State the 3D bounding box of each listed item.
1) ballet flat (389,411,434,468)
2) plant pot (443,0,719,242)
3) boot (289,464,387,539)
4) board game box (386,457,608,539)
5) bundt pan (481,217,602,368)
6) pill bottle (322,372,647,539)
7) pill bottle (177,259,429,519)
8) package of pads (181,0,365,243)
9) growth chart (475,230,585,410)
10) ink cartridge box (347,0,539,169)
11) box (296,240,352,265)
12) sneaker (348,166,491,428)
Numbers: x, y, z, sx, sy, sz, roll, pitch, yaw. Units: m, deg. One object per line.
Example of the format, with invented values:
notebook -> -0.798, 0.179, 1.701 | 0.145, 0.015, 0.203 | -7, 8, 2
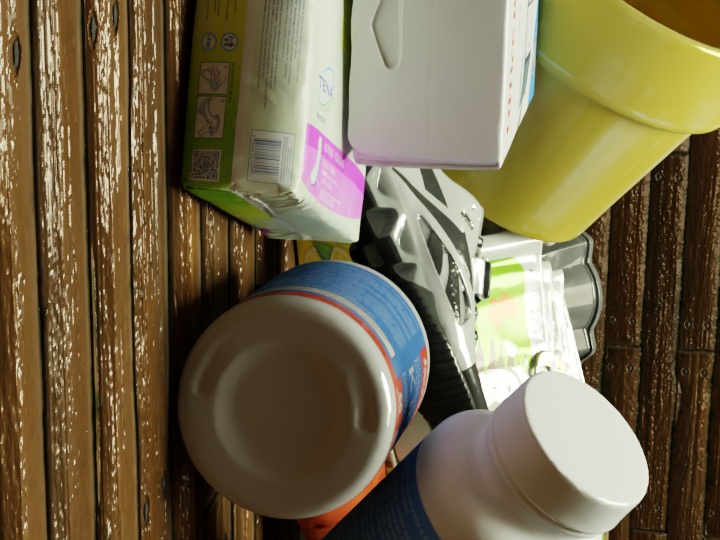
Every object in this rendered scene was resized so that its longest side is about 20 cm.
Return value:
ballet flat -> 0.052, 0.153, 1.207 | 0.201, 0.067, 0.062 | 67, 13, 20
plant pot -> 0.142, -0.129, 1.291 | 0.190, 0.200, 0.201 | -58, -173, 30
boot -> 0.001, 0.160, 1.225 | 0.108, 0.075, 0.201 | 56, -11, 31
board game box -> 0.096, 0.249, 1.585 | 0.200, 0.198, 0.202 | -11, 105, -80
bundt pan -> 0.068, 0.018, 1.403 | 0.076, 0.201, 0.204 | -15, 111, -52
pill bottle -> 0.055, 0.145, 1.043 | 0.200, 0.112, 0.113 | -48, -166, 33
pill bottle -> -0.022, 0.054, 1.054 | 0.200, 0.111, 0.113 | -42, 135, -77
package of pads -> -0.036, -0.103, 1.038 | 0.200, 0.068, 0.156 | 33, 61, -80
growth chart -> 0.101, 0.069, 1.304 | 0.144, 0.018, 0.202 | -22, 99, -35
ink cartridge box -> 0.051, -0.148, 1.092 | 0.200, 0.085, 0.148 | -62, 155, -72
box -> 0.000, 0.000, 1.296 | 0.065, 0.069, 0.201 | -70, 162, -46
sneaker -> 0.049, 0.001, 1.178 | 0.074, 0.088, 0.202 | -8, -75, 58
